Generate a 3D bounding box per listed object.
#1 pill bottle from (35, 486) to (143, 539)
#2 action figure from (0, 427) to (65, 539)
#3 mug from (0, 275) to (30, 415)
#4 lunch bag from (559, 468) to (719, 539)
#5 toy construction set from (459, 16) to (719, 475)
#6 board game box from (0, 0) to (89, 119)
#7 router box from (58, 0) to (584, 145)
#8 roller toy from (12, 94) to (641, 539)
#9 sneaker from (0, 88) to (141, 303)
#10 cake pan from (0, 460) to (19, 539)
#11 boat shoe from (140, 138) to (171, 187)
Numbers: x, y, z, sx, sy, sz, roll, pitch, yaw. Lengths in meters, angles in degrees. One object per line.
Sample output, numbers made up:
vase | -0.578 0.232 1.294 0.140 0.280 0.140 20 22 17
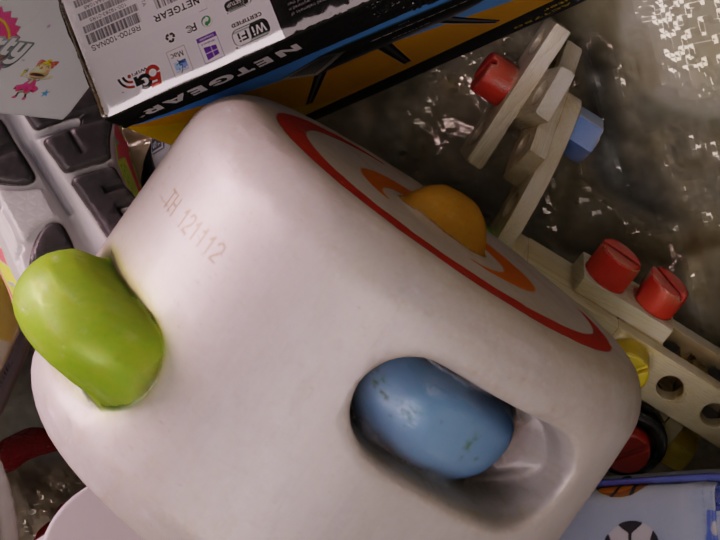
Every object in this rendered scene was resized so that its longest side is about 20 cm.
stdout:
pill bottle | -0.095 0.164 1.006 0.112 0.112 0.200 30 140 5
action figure | -0.069 0.085 1.088 0.199 0.099 0.066 -16 107 30
mug | -0.208 0.003 1.095 0.152 0.150 0.187 24 122 -1
lunch bag | 0.113 0.117 1.016 0.199 0.160 0.076 -4 80 35
toy construction set | 0.109 0.003 1.014 0.200 0.092 0.131 38 116 1
board game box | -0.186 -0.153 0.978 0.064 0.147 0.200 -47 61 27
router box | 0.011 -0.104 0.949 0.199 0.149 0.051 -23 82 11
roller toy | -0.004 0.032 0.910 0.182 0.200 0.140 37 99 13
sneaker | -0.121 -0.030 1.056 0.078 0.090 0.201 -15 71 -10
cake pan | -0.230 0.097 1.047 0.199 0.037 0.201 0 111 0
boat shoe | 0.000 0.000 1.072 0.200 0.069 0.057 37 151 -5
